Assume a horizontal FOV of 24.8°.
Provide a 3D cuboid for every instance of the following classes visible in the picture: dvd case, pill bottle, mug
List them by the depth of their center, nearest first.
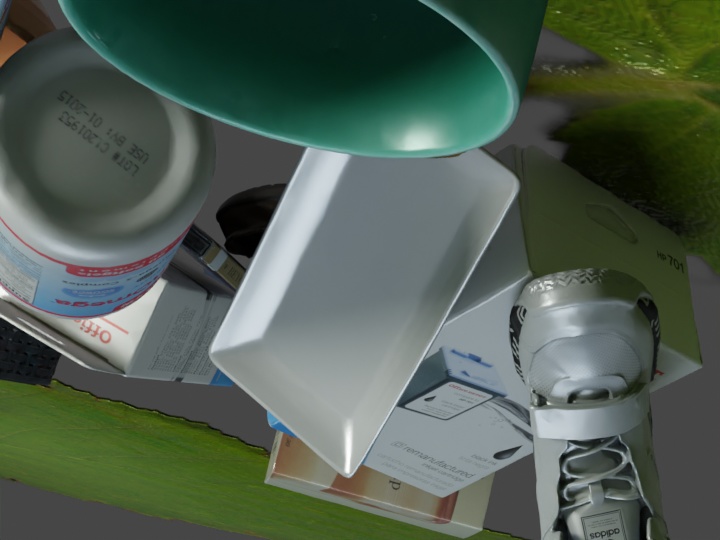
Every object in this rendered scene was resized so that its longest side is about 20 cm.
[{"bbox_3d":[-0.008,-0.123,0.503,0.150,0.116,0.185,16,164,-3],"label":"mug"},{"bbox_3d":[-0.137,-0.037,0.807,0.108,0.110,0.200,17,164,-9],"label":"pill bottle"},{"bbox_3d":[-0.104,-0.019,1.009,0.148,0.016,0.200,39,176,26],"label":"dvd case"}]

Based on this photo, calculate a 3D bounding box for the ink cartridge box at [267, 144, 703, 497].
[{"bbox_3d":[0.064,0.034,0.900,0.146,0.087,0.199,26,138,-35],"label":"ink cartridge box"}]

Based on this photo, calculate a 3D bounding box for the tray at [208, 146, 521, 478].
[{"bbox_3d":[0.000,0.000,0.819,0.107,0.201,0.022,38,-147,16],"label":"tray"}]

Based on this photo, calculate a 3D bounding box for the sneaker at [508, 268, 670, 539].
[{"bbox_3d":[0.119,0.090,0.806,0.074,0.116,0.201,-8,145,4],"label":"sneaker"}]

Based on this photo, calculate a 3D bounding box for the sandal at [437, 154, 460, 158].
[{"bbox_3d":[-0.037,-0.107,0.711,0.198,0.054,0.080,26,172,17],"label":"sandal"}]

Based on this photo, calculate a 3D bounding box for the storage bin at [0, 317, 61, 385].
[{"bbox_3d":[-0.296,0.003,1.115,0.134,0.095,0.199,24,-176,32],"label":"storage bin"}]

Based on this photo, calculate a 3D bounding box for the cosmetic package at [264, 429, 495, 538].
[{"bbox_3d":[0.021,0.168,1.496,0.198,0.105,0.087,15,165,-5],"label":"cosmetic package"}]

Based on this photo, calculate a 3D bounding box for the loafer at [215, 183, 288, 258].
[{"bbox_3d":[0.005,0.002,0.996,0.198,0.072,0.073,14,164,1],"label":"loafer"}]

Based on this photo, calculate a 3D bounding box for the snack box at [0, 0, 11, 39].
[{"bbox_3d":[-0.229,-0.112,0.711,0.141,0.053,0.200,20,140,-12],"label":"snack box"}]

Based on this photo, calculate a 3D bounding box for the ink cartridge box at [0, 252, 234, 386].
[{"bbox_3d":[-0.156,0.018,1.075,0.115,0.068,0.200,27,-176,20],"label":"ink cartridge box"}]

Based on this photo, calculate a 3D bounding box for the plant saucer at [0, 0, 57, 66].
[{"bbox_3d":[-0.237,-0.133,0.819,0.198,0.038,0.200,14,164,4],"label":"plant saucer"}]
